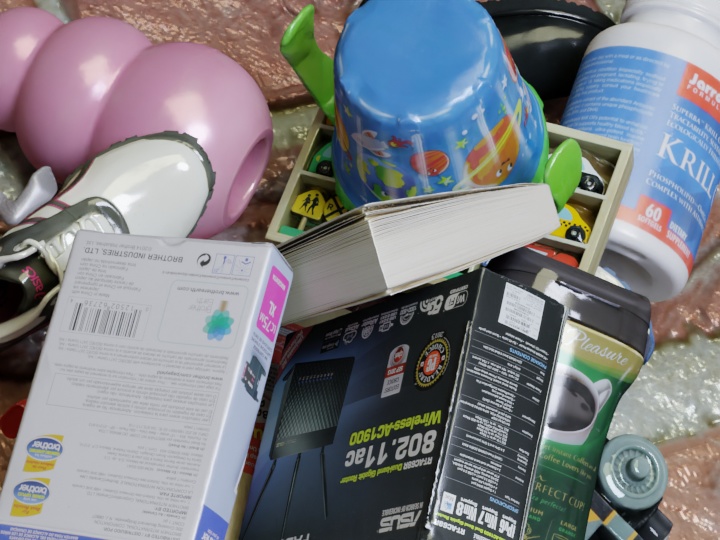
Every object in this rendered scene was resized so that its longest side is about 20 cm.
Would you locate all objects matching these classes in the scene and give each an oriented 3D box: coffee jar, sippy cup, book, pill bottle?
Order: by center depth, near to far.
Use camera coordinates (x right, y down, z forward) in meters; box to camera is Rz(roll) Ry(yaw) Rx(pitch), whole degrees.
[{"bbox_3d":[0.090,0.092,1.325,0.104,0.085,0.201,22,77,-13],"label":"coffee jar"},{"bbox_3d":[0.000,0.000,1.329,0.133,0.200,0.048,-13,85,-39],"label":"book"},{"bbox_3d":[0.040,-0.099,1.405,0.177,0.131,0.141,-5,63,8],"label":"sippy cup"},{"bbox_3d":[0.185,-0.090,1.541,0.112,0.112,0.201,21,71,-3],"label":"pill bottle"}]

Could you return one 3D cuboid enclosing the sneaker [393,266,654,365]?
[{"bbox_3d":[0.085,0.025,1.490,0.199,0.077,0.085,24,59,9],"label":"sneaker"}]

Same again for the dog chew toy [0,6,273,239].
[{"bbox_3d":[-0.156,-0.098,1.462,0.199,0.125,0.125,25,50,10],"label":"dog chew toy"}]

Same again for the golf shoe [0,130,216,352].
[{"bbox_3d":[-0.165,-0.006,1.356,0.199,0.088,0.077,-35,101,-3],"label":"golf shoe"}]

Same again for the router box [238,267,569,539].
[{"bbox_3d":[0.017,0.095,1.266,0.062,0.200,0.151,24,66,-27],"label":"router box"}]

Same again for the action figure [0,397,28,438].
[{"bbox_3d":[-0.134,0.046,1.402,0.065,0.052,0.200,39,48,4],"label":"action figure"}]

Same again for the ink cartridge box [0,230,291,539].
[{"bbox_3d":[-0.116,0.080,1.237,0.119,0.042,0.201,5,66,24],"label":"ink cartridge box"}]

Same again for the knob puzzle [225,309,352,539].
[{"bbox_3d":[-0.042,0.107,1.392,0.219,0.030,0.221,17,56,-27],"label":"knob puzzle"}]

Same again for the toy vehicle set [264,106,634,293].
[{"bbox_3d":[0.055,-0.043,1.464,0.199,0.027,0.125,15,68,16],"label":"toy vehicle set"}]

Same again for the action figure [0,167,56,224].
[{"bbox_3d":[-0.295,-0.053,1.322,0.199,0.193,0.105,28,55,-34],"label":"action figure"}]

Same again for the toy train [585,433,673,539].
[{"bbox_3d":[0.093,0.111,1.406,0.200,0.085,0.114,46,65,-1],"label":"toy train"}]

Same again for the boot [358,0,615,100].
[{"bbox_3d":[0.080,-0.105,1.577,0.197,0.074,0.163,5,50,-7],"label":"boot"}]
